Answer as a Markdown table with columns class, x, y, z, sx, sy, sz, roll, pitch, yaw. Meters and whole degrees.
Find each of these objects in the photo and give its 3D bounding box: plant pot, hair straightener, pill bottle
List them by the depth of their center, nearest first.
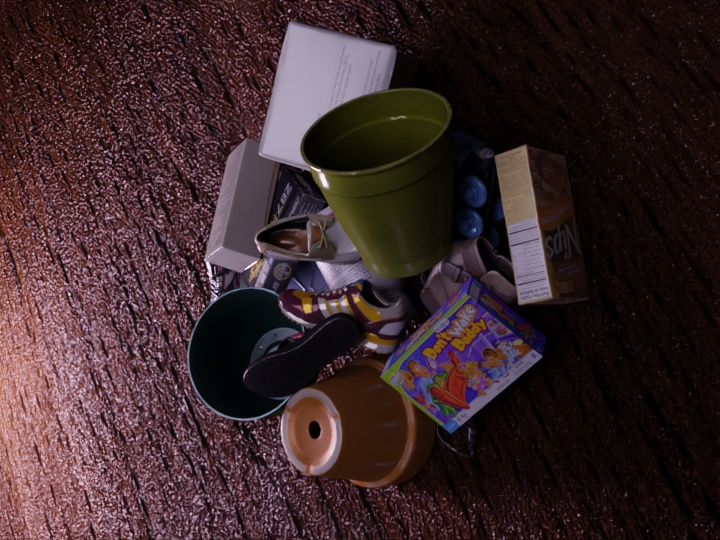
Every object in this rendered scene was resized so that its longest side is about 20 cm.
| class | x | y | z | sx | sy | sz | roll | pitch | yaw |
| --- | --- | --- | --- | --- | --- | --- | --- | --- | --- |
| plant pot | 0.041 | -0.103 | 1.198 | 0.198 | 0.200 | 0.195 | 17 | 138 | 38 |
| hair straightener | 0.138 | 0.177 | 1.358 | 0.076 | 0.041 | 0.204 | -12 | 86 | 39 |
| plant pot | -0.015 | 0.236 | 1.384 | 0.198 | 0.182 | 0.205 | -1 | 88 | 39 |
| pill bottle | 0.000 | 0.000 | 1.415 | 0.113 | 0.113 | 0.202 | -36 | 76 | 33 |
| plant pot | -0.151 | 0.141 | 1.454 | 0.197 | 0.161 | 0.205 | -4 | 77 | 16 |

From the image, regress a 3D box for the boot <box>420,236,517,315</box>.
| class | x | y | z | sx | sy | sz | roll | pitch | yaw |
| --- | --- | --- | --- | --- | --- | --- | --- | --- | --- |
| boot | 0.174 | 0.052 | 1.254 | 0.200 | 0.070 | 0.146 | 45 | 134 | -4 |

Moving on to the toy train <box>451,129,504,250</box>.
| class | x | y | z | sx | sy | sz | roll | pitch | yaw |
| --- | --- | --- | --- | --- | --- | --- | --- | --- | --- |
| toy train | 0.143 | -0.094 | 1.287 | 0.113 | 0.086 | 0.203 | 31 | 136 | 30 |

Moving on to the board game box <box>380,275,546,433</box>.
| class | x | y | z | sx | sy | sz | roll | pitch | yaw |
| --- | --- | --- | --- | --- | --- | --- | --- | --- | --- |
| board game box | 0.138 | 0.120 | 1.249 | 0.134 | 0.045 | 0.200 | 38 | 126 | -6 |

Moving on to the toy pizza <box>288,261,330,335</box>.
| class | x | y | z | sx | sy | sz | roll | pitch | yaw |
| --- | --- | --- | --- | --- | --- | --- | --- | --- | --- |
| toy pizza | -0.076 | 0.042 | 1.539 | 0.198 | 0.031 | 0.205 | -1 | 89 | 41 |

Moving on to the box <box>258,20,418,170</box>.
| class | x | y | z | sx | sy | sz | roll | pitch | yaw |
| --- | --- | --- | --- | --- | --- | --- | --- | --- | --- |
| box | -0.027 | -0.241 | 1.366 | 0.168 | 0.199 | 0.204 | 15 | 97 | 12 |

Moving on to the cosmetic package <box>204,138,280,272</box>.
| class | x | y | z | sx | sy | sz | roll | pitch | yaw |
| --- | --- | --- | --- | --- | --- | --- | --- | --- | --- |
| cosmetic package | -0.201 | -0.111 | 1.564 | 0.103 | 0.072 | 0.204 | -24 | 52 | 60 |

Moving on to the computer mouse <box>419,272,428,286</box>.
| class | x | y | z | sx | sy | sz | roll | pitch | yaw |
| --- | --- | --- | --- | --- | --- | --- | --- | --- | --- |
| computer mouse | 0.070 | -0.036 | 1.418 | 0.059 | 0.034 | 0.201 | -49 | 61 | 27 |

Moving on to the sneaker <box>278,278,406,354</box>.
| class | x | y | z | sx | sy | sz | roll | pitch | yaw |
| --- | --- | --- | --- | --- | --- | --- | --- | --- | --- |
| sneaker | -0.025 | 0.046 | 1.329 | 0.197 | 0.075 | 0.092 | 18 | 113 | 13 |

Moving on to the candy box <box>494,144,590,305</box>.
| class | x | y | z | sx | sy | sz | roll | pitch | yaw |
| --- | --- | --- | --- | --- | --- | --- | --- | --- | --- |
| candy box | 0.244 | -0.057 | 1.219 | 0.055 | 0.114 | 0.204 | -16 | 79 | 38 |

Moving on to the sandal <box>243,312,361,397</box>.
| class | x | y | z | sx | sy | sz | roll | pitch | yaw |
| --- | --- | --- | --- | --- | --- | --- | --- | --- | --- |
| sandal | -0.083 | 0.120 | 1.322 | 0.198 | 0.075 | 0.045 | -33 | 26 | 16 |

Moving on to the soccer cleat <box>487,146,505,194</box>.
| class | x | y | z | sx | sy | sz | roll | pitch | yaw |
| --- | --- | --- | --- | --- | --- | --- | --- | --- | --- |
| soccer cleat | 0.133 | -0.160 | 1.351 | 0.198 | 0.067 | 0.082 | 29 | 118 | 36 |

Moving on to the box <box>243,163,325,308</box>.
| class | x | y | z | sx | sy | sz | roll | pitch | yaw |
| --- | --- | --- | --- | --- | --- | --- | --- | --- | --- |
| box | -0.136 | -0.061 | 1.539 | 0.202 | 0.048 | 0.161 | -64 | 28 | 16 |

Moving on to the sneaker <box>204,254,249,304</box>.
| class | x | y | z | sx | sy | sz | roll | pitch | yaw |
| --- | --- | --- | --- | --- | --- | --- | --- | --- | --- |
| sneaker | -0.250 | -0.001 | 1.651 | 0.080 | 0.086 | 0.204 | 23 | 104 | 39 |

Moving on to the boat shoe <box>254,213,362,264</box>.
| class | x | y | z | sx | sy | sz | roll | pitch | yaw |
| --- | --- | --- | --- | --- | --- | --- | --- | --- | --- |
| boat shoe | -0.061 | -0.046 | 1.342 | 0.196 | 0.068 | 0.076 | -7 | 83 | 15 |
